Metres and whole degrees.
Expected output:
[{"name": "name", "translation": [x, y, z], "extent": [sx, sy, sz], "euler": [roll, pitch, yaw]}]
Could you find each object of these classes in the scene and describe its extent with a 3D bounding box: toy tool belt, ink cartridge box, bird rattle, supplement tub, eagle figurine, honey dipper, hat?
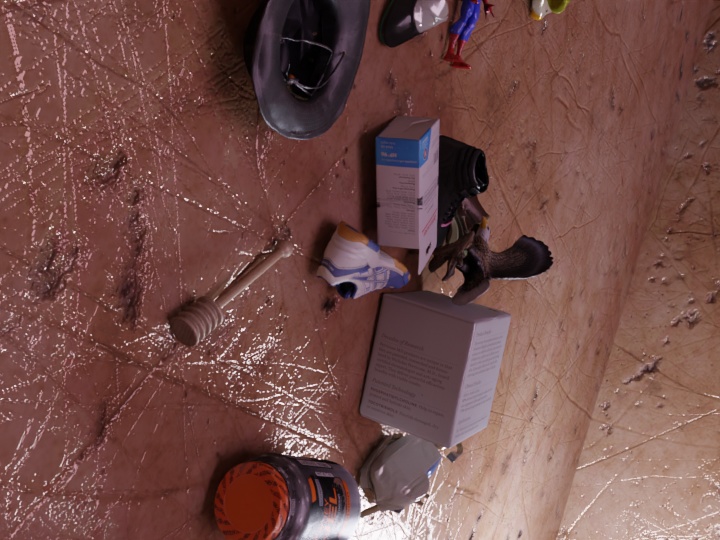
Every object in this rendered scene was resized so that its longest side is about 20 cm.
[{"name": "toy tool belt", "translation": [0.077, 0.342, 1.346], "extent": [0.200, 0.125, 0.123], "euler": [-30, 159, -48]}, {"name": "ink cartridge box", "translation": [0.069, -0.109, 1.132], "extent": [0.116, 0.067, 0.202], "euler": [-52, 145, -58]}, {"name": "bird rattle", "translation": [0.367, -0.556, 1.450], "extent": [0.201, 0.112, 0.163], "euler": [-55, 168, -22]}, {"name": "supplement tub", "translation": [-0.091, 0.300, 1.004], "extent": [0.200, 0.122, 0.124], "euler": [30, 77, -59]}, {"name": "eagle figurine", "translation": [0.206, -0.012, 1.280], "extent": [0.199, 0.152, 0.152], "euler": [22, 103, -44]}, {"name": "honey dipper", "translation": [-0.137, 0.015, 0.890], "extent": [0.200, 0.038, 0.038], "euler": [-46, 140, -45]}, {"name": "hat", "translation": [-0.072, -0.247, 0.840], "extent": [0.200, 0.081, 0.202], "euler": [-35, 137, -40]}]

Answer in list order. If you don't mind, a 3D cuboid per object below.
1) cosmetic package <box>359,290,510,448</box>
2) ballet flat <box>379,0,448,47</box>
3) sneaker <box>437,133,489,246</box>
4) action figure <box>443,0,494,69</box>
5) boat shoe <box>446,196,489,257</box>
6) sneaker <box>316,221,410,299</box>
[{"name": "cosmetic package", "translation": [0.123, 0.150, 1.263], "extent": [0.167, 0.165, 0.202], "euler": [-1, 105, -60]}, {"name": "ballet flat", "translation": [0.098, -0.381, 1.082], "extent": [0.201, 0.068, 0.068], "euler": [-59, 147, -27]}, {"name": "sneaker", "translation": [0.152, -0.114, 1.264], "extent": [0.071, 0.098, 0.202], "euler": [-32, 130, -53]}, {"name": "action figure", "translation": [0.177, -0.422, 1.227], "extent": [0.065, 0.051, 0.202], "euler": [6, 95, -57]}, {"name": "boat shoe", "translation": [0.191, -0.102, 1.361], "extent": [0.075, 0.074, 0.204], "euler": [-50, 142, -38]}, {"name": "sneaker", "translation": [0.000, 0.000, 1.100], "extent": [0.089, 0.075, 0.200], "euler": [-57, 148, 2]}]
